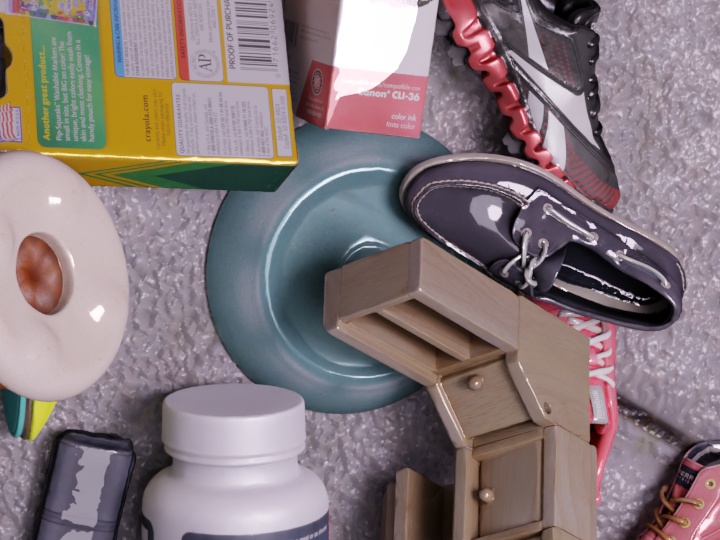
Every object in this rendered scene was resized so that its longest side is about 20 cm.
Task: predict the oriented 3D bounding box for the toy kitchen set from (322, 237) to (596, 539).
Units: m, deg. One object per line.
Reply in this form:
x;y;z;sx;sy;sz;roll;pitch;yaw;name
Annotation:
0.030;0.122;1.579;0.180;0.163;0.200;30;51;-41;toy kitchen set

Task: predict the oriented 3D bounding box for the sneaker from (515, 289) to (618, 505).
0.149;0.070;1.675;0.074;0.087;0.200;0;100;-20;sneaker

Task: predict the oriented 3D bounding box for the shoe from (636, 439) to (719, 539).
0.221;0.177;1.734;0.200;0.071;0.091;-18;105;-21;shoe

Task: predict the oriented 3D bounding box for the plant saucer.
0.000;0.000;1.635;0.200;0.036;0.200;-4;102;-19;plant saucer

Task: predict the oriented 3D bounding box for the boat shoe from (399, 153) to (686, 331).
0.120;-0.015;1.605;0.200;0.063;0.073;22;117;-14;boat shoe

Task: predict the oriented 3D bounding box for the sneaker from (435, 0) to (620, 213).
0.127;-0.122;1.627;0.098;0.071;0.200;-30;110;10;sneaker

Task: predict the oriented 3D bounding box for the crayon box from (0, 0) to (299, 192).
-0.144;-0.116;1.523;0.200;0.052;0.126;2;70;-20;crayon box

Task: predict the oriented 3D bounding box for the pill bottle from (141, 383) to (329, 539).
-0.079;0.179;1.597;0.120;0.120;0.200;-4;102;-19;pill bottle

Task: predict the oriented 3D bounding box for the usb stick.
-0.189;0.198;1.608;0.055;0.033;0.200;11;97;-22;usb stick

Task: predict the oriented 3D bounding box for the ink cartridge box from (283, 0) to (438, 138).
0.003;-0.190;1.554;0.067;0.116;0.200;4;100;-20;ink cartridge box

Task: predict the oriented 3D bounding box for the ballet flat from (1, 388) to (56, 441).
-0.193;0.006;1.551;0.067;0.067;0.200;-9;102;-20;ballet flat

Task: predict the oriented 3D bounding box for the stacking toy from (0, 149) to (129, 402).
-0.249;0.016;1.484;0.146;0.200;0.146;20;64;-50;stacking toy
